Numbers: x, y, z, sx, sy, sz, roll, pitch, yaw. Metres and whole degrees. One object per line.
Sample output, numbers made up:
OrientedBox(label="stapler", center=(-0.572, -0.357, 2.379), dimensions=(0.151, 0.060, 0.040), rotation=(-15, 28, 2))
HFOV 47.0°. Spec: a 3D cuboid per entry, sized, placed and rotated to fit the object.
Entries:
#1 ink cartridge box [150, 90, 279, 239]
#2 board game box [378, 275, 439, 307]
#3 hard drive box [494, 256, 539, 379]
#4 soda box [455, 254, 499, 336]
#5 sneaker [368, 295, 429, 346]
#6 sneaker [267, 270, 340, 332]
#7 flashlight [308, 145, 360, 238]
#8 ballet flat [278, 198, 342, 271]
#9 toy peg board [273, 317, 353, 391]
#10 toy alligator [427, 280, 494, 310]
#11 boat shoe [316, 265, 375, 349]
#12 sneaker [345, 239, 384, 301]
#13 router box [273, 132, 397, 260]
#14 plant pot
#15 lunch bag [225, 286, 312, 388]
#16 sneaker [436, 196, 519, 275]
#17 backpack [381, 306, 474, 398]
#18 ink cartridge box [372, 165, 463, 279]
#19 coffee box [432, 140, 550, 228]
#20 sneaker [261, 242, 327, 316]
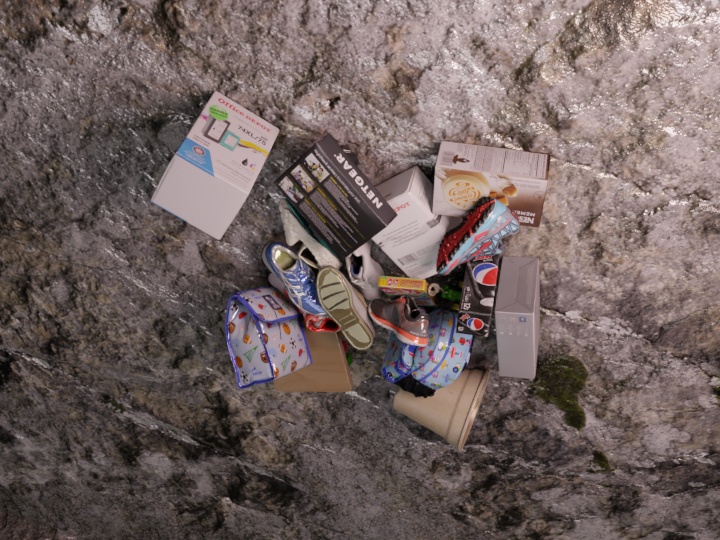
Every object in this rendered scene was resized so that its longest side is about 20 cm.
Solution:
OrientedBox(label="ink cartridge box", center=(-0.267, -0.197, 1.539), dimensions=(0.146, 0.201, 0.146), rotation=(29, 134, -13))
OrientedBox(label="board game box", center=(0.104, 0.047, 1.726), dimensions=(0.095, 0.030, 0.200), rotation=(5, 170, 15))
OrientedBox(label="hard drive box", center=(0.322, 0.097, 1.683), dimensions=(0.076, 0.156, 0.201), rotation=(2, 134, 16))
OrientedBox(label="soda box", center=(0.231, 0.030, 1.610), dimensions=(0.063, 0.201, 0.071), rotation=(8, 137, 8))
OrientedBox(label="sneaker", center=(0.088, 0.086, 1.700), dimensions=(0.077, 0.200, 0.082), rotation=(9, 104, -33))
OrientedBox(label="sneaker", center=(-0.121, 0.067, 1.830), dimensions=(0.200, 0.108, 0.067), rotation=(20, 137, -3))
OrientedBox(label="flashlight", center=(-0.048, -0.144, 1.615), dimensions=(0.068, 0.068, 0.200), rotation=(35, 141, 7))
OrientedBox(label="ballet flat", center=(-0.113, -0.059, 1.716), dimensions=(0.072, 0.072, 0.200), rotation=(-22, 124, 34))
OrientedBox(label="toy peg board", center=(-0.120, 0.180, 1.975), dimensions=(0.199, 0.098, 0.200), rotation=(-3, 118, 21))
OrientedBox(label="toy alligator", center=(0.198, 0.049, 1.721), dimensions=(0.199, 0.060, 0.054), rotation=(15, -178, -37))
OrientedBox(label="boat shoe", center=(-0.032, 0.071, 1.754), dimensions=(0.074, 0.068, 0.201), rotation=(-19, 110, 20))
OrientedBox(label="sneaker", center=(0.000, 0.000, 1.738), dimensions=(0.074, 0.087, 0.201), rotation=(-5, 134, 18))
OrientedBox(label="router box", center=(-0.048, -0.133, 1.544), dimensions=(0.200, 0.051, 0.149), rotation=(49, 134, -7))
OrientedBox(label="plant pot", center=(0.182, 0.291, 1.922), dimensions=(0.183, 0.201, 0.201), rotation=(21, 138, 14))
OrientedBox(label="lunch bag", center=(-0.206, 0.137, 1.821), dimensions=(0.123, 0.170, 0.201), rotation=(-18, 87, 27))
OrientedBox(label="sneaker", center=(0.214, -0.044, 1.513), dimensions=(0.095, 0.080, 0.200), rotation=(25, 137, -18))
OrientedBox(label="backpack", center=(0.153, 0.162, 1.760), dimensions=(0.134, 0.183, 0.200), rotation=(26, 153, -14))
OrientedBox(label="ink cartridge box", center=(0.106, -0.087, 1.616), dimensions=(0.144, 0.084, 0.200), rotation=(-23, 125, 36))
OrientedBox(label="coffee box", center=(0.236, -0.156, 1.505), dimensions=(0.199, 0.080, 0.115), rotation=(9, 137, 9))
OrientedBox(label="sneaker", center=(-0.134, 0.020, 1.761), dimensions=(0.200, 0.076, 0.077), rotation=(45, 167, -3))
